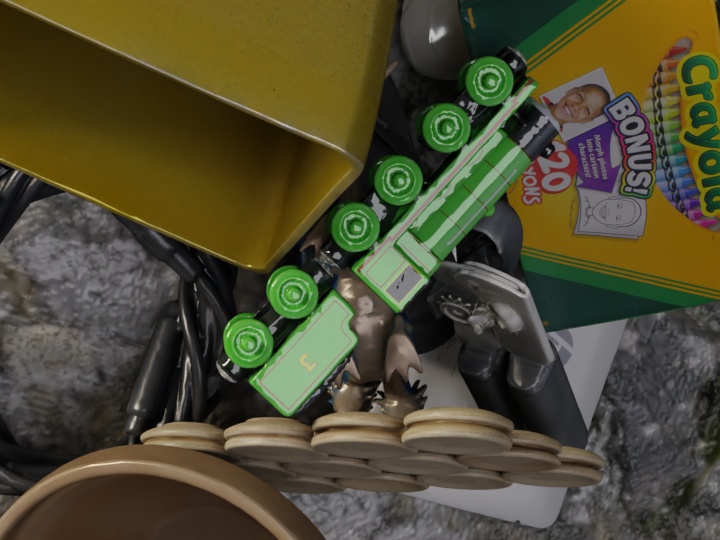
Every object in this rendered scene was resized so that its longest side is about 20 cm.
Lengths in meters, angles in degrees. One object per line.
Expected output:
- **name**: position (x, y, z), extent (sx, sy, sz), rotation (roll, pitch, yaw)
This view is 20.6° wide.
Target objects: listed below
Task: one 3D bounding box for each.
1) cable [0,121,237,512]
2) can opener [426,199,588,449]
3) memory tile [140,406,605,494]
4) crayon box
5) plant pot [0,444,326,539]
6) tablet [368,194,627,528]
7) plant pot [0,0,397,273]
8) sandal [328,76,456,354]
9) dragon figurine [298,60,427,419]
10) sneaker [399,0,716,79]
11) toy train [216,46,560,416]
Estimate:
- **cable**: position (-0.138, 0.027, 0.989), extent (0.162, 0.051, 0.201), rotation (-10, 104, -21)
- **can opener**: position (0.082, 0.034, 0.993), extent (0.067, 0.053, 0.200), rotation (-65, 155, -20)
- **memory tile**: position (0.007, 0.089, 0.957), extent (0.153, 0.199, 0.017), rotation (25, 64, -55)
- **crayon box**: position (0.126, -0.072, 0.979), extent (0.118, 0.058, 0.201), rotation (-11, 124, 10)
- **plant pot**: position (-0.084, 0.172, 0.965), extent (0.199, 0.093, 0.202), rotation (4, 107, 15)
- **tablet**: position (0.083, 0.035, 1.076), extent (0.129, 0.014, 0.201), rotation (16, 98, -21)
- **plant pot**: position (-0.082, -0.136, 0.874), extent (0.199, 0.200, 0.177), rotation (24, 72, -8)
- **sandal**: position (0.002, -0.048, 1.006), extent (0.076, 0.043, 0.201), rotation (-31, 106, -5)
- **dragon figurine**: position (0.000, 0.000, 0.972), extent (0.058, 0.099, 0.202), rotation (-8, 98, -2)
- **sneaker**: position (0.116, -0.147, 1.007), extent (0.199, 0.080, 0.077), rotation (-22, 111, -10)
- **toy train**: position (0.015, -0.016, 0.900), extent (0.056, 0.042, 0.200), rotation (43, 90, -6)
